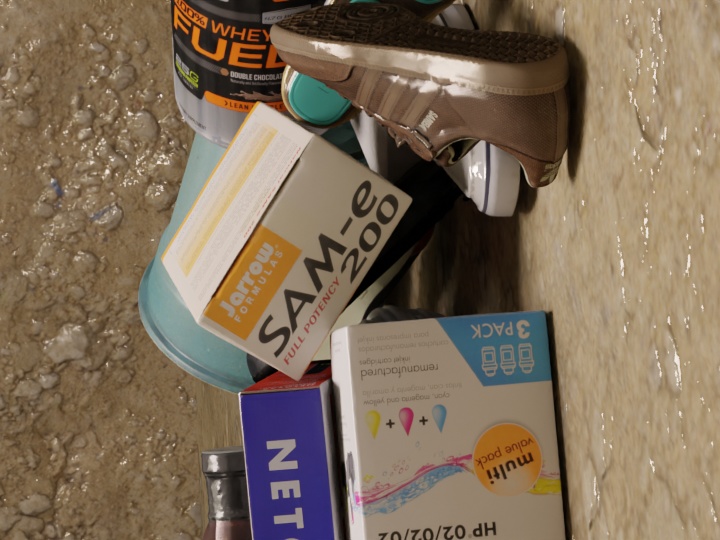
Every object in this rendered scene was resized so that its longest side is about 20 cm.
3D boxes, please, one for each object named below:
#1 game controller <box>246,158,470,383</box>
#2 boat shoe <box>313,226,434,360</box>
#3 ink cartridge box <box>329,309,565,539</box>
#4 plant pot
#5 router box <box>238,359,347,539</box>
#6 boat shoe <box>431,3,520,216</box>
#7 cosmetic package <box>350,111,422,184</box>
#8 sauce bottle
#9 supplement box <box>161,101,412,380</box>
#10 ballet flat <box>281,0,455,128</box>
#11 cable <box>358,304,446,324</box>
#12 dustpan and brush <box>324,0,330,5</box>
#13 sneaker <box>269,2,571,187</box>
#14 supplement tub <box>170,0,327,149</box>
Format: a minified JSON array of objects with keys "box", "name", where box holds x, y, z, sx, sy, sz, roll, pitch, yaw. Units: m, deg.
[{"box":[0.000,0.000,1.203,0.200,0.042,0.105,-44,11,40],"name":"game controller"},{"box":[-0.013,0.002,1.341,0.200,0.071,0.063,-48,7,39],"name":"boat shoe"},{"box":[0.050,0.127,1.063,0.068,0.114,0.202,155,110,-80],"name":"ink cartridge box"},{"box":[-0.058,-0.042,1.451,0.201,0.199,0.197,-105,22,-48],"name":"plant pot"},{"box":[-0.024,0.159,1.148,0.179,0.048,0.202,-10,-85,-82],"name":"router box"},{"box":[0.046,-0.098,1.136,0.201,0.065,0.072,-105,15,-49],"name":"boat shoe"},{"box":[0.021,-0.130,1.316,0.200,0.050,0.083,-110,16,-59],"name":"cosmetic package"},{"box":[-0.072,0.210,1.187,0.066,0.065,0.202,171,92,-80],"name":"sauce bottle"},{"box":[-0.050,-0.023,1.164,0.127,0.073,0.200,-58,16,3],"name":"supplement box"},{"box":[0.020,-0.168,1.108,0.200,0.069,0.063,-47,11,29],"name":"ballet flat"},{"box":[0.037,0.121,1.278,0.201,0.069,0.201,-105,13,-49],"name":"cable"},{"box":[0.009,-0.199,1.178,0.140,0.057,0.202,-129,51,-76],"name":"dustpan and brush"},{"box":[0.027,-0.093,1.029,0.199,0.070,0.076,18,123,43],"name":"sneaker"},{"box":[-0.066,-0.187,1.278,0.201,0.121,0.123,93,168,-46],"name":"supplement tub"}]
